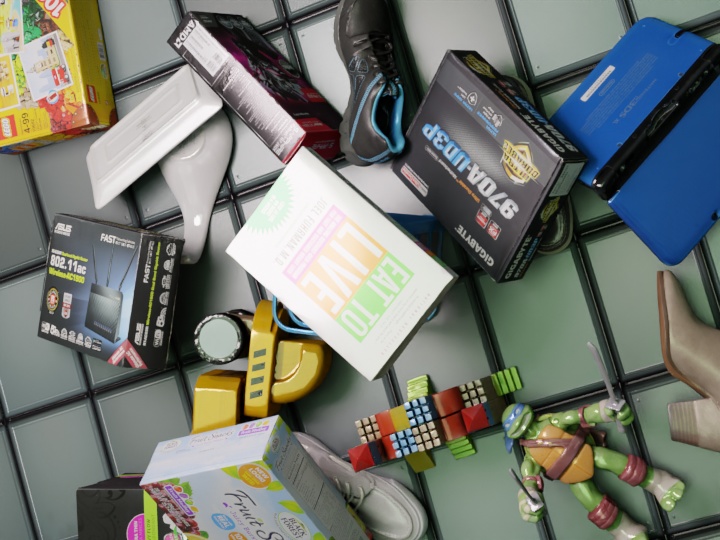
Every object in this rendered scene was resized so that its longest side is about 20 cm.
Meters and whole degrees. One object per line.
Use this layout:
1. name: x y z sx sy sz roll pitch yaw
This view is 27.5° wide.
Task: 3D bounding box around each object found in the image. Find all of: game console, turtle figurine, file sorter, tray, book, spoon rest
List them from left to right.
1. tray: -0.247 -0.166 1.711 0.199 0.022 0.108 -38 43 15
2. spoon rest: -0.200 -0.102 1.717 0.098 0.061 0.202 1 77 17
3. book: -0.018 -0.008 1.453 0.200 0.048 0.134 40 103 12
4. file sorter: 0.000 0.000 1.572 0.137 0.200 0.124 6 96 18
5. turtle figurine: 0.234 0.207 1.508 0.193 0.200 0.145 35 61 -5
6. game console: 0.309 -0.137 1.532 0.200 0.118 0.170 -47 45 -7

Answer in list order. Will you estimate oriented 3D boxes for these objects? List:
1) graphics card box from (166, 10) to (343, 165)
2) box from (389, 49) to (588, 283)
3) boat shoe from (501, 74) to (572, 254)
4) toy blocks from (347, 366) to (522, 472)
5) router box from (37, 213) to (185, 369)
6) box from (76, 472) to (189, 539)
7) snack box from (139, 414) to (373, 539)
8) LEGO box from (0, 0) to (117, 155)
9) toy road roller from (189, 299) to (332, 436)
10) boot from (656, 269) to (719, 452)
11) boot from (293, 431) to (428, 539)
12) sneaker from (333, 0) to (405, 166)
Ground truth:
1. graphics card box: -0.111 -0.205 1.642 0.200 0.125 0.051 46 113 14
2. box: 0.131 -0.112 1.546 0.200 0.046 0.160 50 128 32
3. boat shoe: 0.174 -0.115 1.581 0.071 0.065 0.202 -16 86 17
4. toy blocks: 0.070 0.163 1.579 0.198 0.137 0.101 -21 84 17
5. router box: -0.290 0.021 1.692 0.199 0.062 0.152 12 94 47
6. box: -0.230 0.339 1.687 0.147 0.124 0.202 -3 91 18
7. snack box: -0.109 0.255 1.567 0.167 0.068 0.201 -14 127 30
8. LEGO box: -0.386 -0.254 1.759 0.148 0.077 0.202 -12 87 18
9. toy road roller: -0.110 0.134 1.651 0.144 0.123 0.202 6 91 7
10. boot: 0.386 0.094 1.518 0.145 0.070 0.202 -6 90 12
11. boot: -0.026 0.251 1.630 0.199 0.095 0.074 27 104 17
12. sneaker: 0.021 -0.217 1.613 0.082 0.073 0.202 -1 94 58
